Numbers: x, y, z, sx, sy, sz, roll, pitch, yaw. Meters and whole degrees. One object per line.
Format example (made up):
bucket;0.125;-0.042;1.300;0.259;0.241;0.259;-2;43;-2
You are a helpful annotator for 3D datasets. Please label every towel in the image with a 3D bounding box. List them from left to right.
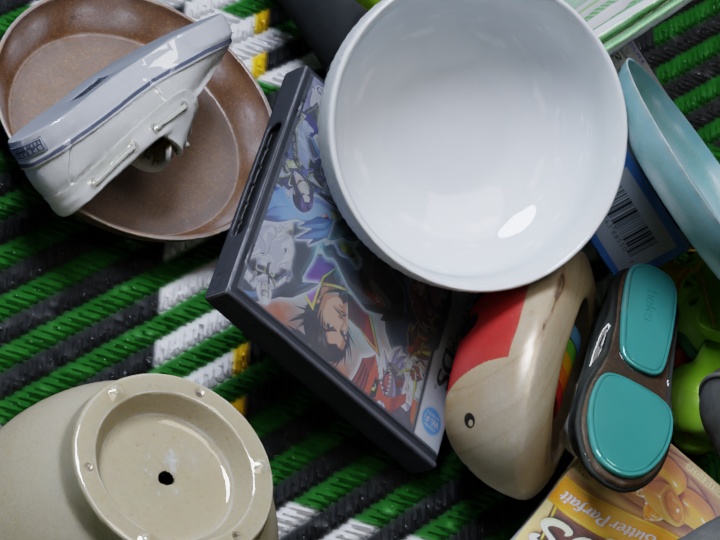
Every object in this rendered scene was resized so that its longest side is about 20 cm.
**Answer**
towel;0.146;-0.165;1.749;0.152;0.200;0.023;-35;103;-12

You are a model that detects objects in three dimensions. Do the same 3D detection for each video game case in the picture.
video game case;0.000;0.000;1.612;0.200;0.025;0.182;42;50;-31

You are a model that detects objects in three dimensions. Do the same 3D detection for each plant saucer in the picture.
plant saucer;-0.151;-0.095;1.662;0.199;0.035;0.201;17;49;-20
plant saucer;0.221;-0.049;1.653;0.200;0.027;0.200;51;15;-19

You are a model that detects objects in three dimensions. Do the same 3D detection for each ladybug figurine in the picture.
ladybug figurine;0.103;0.060;1.637;0.071;0.137;0.200;9;37;14

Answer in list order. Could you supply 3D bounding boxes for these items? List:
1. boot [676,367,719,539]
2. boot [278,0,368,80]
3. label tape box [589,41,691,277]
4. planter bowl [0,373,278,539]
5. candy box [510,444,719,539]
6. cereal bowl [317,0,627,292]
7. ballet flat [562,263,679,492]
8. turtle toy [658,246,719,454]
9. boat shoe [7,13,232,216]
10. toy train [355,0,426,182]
boot;0.215;0.166;1.578;0.199;0.073;0.182;-28;61;-26
boot;-0.025;-0.114;1.709;0.165;0.065;0.201;40;46;-21
label tape box;0.188;-0.097;1.780;0.144;0.066;0.200;55;29;-10
planter bowl;-0.128;0.141;1.426;0.199;0.135;0.201;15;50;-19
candy box;0.155;0.188;1.609;0.115;0.055;0.200;40;46;5
cereal bowl;0.064;-0.088;1.600;0.198;0.083;0.202;-1;94;-16
ballet flat;0.166;0.082;1.615;0.068;0.069;0.201;29;42;-7
turtle toy;0.264;0.045;1.744;0.145;0.102;0.200;16;39;27
boat shoe;-0.140;-0.097;1.611;0.200;0.071;0.070;-43;111;-47
toy train;0.039;-0.158;1.697;0.116;0.084;0.200;45;41;-13
